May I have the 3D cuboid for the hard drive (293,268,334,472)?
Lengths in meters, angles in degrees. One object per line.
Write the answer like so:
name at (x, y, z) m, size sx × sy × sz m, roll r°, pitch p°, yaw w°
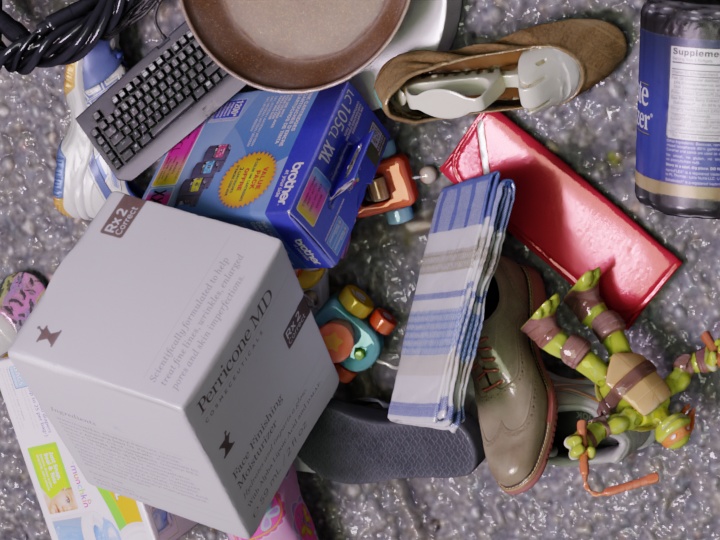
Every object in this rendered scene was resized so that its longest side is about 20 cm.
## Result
hard drive at (-0.087, 0.070, 1.784) m, size 0.131 × 0.026 × 0.201 m, roll 5°, pitch 107°, yaw 24°

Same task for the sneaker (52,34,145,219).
sneaker at (-0.209, -0.141, 1.768) m, size 0.088 × 0.075 × 0.201 m, roll 7°, pitch 108°, yaw 1°

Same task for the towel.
towel at (0.069, 0.026, 1.606) m, size 0.024 × 0.147 × 0.201 m, roll 15°, pitch 83°, yaw -15°

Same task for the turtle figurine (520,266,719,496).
turtle figurine at (0.211, 0.077, 1.588) m, size 0.161 × 0.200 × 0.064 m, roll 50°, pitch 159°, yaw 15°

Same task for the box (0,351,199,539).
box at (-0.227, 0.148, 1.830) m, size 0.112 × 0.101 × 0.201 m, roll -15°, pitch 98°, yaw 28°

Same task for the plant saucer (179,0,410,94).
plant saucer at (-0.047, -0.238, 1.613) m, size 0.199 × 0.037 × 0.202 m, roll 1°, pitch 93°, yaw 19°

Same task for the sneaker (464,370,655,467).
sneaker at (0.137, 0.118, 1.654) m, size 0.199 × 0.092 × 0.076 m, roll -1°, pitch 105°, yaw 27°

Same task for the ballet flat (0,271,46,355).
ballet flat at (-0.354, 0.085, 1.890) m, size 0.069 × 0.071 × 0.200 m, roll 45°, pitch 118°, yaw 8°

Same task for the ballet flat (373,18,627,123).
ballet flat at (0.105, -0.145, 1.583) m, size 0.199 × 0.072 × 0.068 m, roll -6°, pitch 120°, yaw 13°

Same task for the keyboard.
keyboard at (-0.154, -0.178, 1.679) m, size 0.200 × 0.021 × 0.127 m, roll -39°, pitch 74°, yaw 14°

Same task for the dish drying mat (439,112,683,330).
dish drying mat at (0.156, -0.043, 1.641) m, size 0.200 × 0.018 × 0.077 m, roll 41°, pitch 117°, yaw 10°

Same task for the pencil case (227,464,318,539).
pencil case at (-0.086, 0.205, 1.767) m, size 0.087 × 0.088 × 0.201 m, roll -8°, pitch 118°, yaw 27°

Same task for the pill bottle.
pill bottle at (0.258, -0.146, 1.510) m, size 0.111 × 0.112 × 0.201 m, roll 7°, pitch 107°, yaw 24°

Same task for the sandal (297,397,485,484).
sandal at (0.021, 0.138, 1.714) m, size 0.199 × 0.043 × 0.076 m, roll 3°, pitch 119°, yaw 34°

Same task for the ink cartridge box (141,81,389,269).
ink cartridge box at (-0.066, -0.074, 1.648) m, size 0.199 × 0.137 × 0.076 m, roll -1°, pitch 143°, yaw 36°

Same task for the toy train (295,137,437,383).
toy train at (0.000, 0.000, 1.692) m, size 0.149 × 0.056 × 0.201 m, roll -9°, pitch 102°, yaw 14°

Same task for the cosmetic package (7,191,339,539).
cosmetic package at (-0.141, 0.075, 1.622) m, size 0.164 × 0.165 × 0.200 m, roll 16°, pitch 150°, yaw 25°

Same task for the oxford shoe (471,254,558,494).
oxford shoe at (0.103, 0.077, 1.609) m, size 0.070 × 0.075 × 0.201 m, roll -29°, pitch 50°, yaw 35°

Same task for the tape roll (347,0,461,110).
tape roll at (-0.016, -0.225, 1.660) m, size 0.202 × 0.037 × 0.204 m, roll 8°, pitch 108°, yaw 23°

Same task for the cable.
cable at (-0.253, -0.242, 1.713) m, size 0.199 × 0.051 × 0.164 m, roll -7°, pitch 65°, yaw 33°
